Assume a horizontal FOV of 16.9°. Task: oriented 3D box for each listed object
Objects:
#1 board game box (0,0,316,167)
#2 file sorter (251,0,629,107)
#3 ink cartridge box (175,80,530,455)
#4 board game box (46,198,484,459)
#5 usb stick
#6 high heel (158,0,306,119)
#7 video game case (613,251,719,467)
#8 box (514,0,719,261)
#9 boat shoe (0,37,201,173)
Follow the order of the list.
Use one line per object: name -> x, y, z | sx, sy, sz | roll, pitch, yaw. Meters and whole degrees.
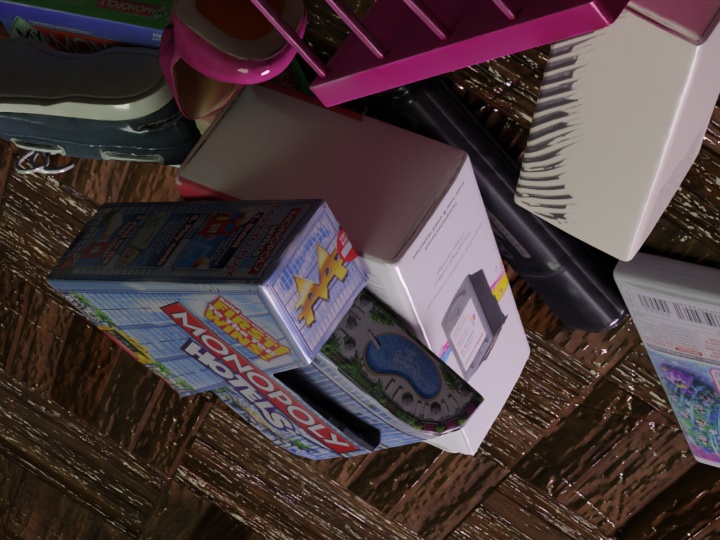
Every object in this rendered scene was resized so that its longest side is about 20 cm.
board game box -> -0.111, -0.109, 1.413 | 0.200, 0.029, 0.135 | 14, 150, 35
file sorter -> 0.037, -0.173, 1.002 | 0.125, 0.139, 0.200 | 47, 152, -21
ink cartridge box -> 0.000, 0.000, 1.346 | 0.147, 0.086, 0.200 | 21, 155, 27
board game box -> -0.042, 0.033, 1.282 | 0.200, 0.062, 0.200 | 41, 156, -16
usb stick -> 0.076, -0.037, 1.320 | 0.200, 0.033, 0.055 | 46, 159, -26
high heel -> -0.064, -0.098, 1.220 | 0.067, 0.200, 0.096 | -2, 110, -7
video game case -> 0.250, 0.069, 1.320 | 0.200, 0.024, 0.182 | 13, 149, 34
box -> 0.127, -0.091, 1.109 | 0.068, 0.082, 0.200 | 29, 153, 11
boat shoe -> -0.175, -0.094, 1.400 | 0.200, 0.075, 0.062 | 3, 131, 32
